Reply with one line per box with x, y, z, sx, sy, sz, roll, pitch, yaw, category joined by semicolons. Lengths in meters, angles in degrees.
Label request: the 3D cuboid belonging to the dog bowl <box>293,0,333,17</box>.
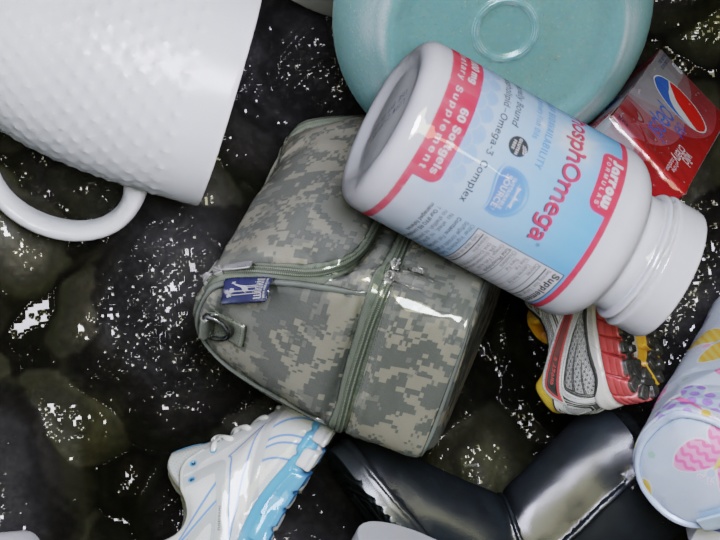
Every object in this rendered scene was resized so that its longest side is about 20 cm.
0.045;-0.208;1.660;0.199;0.200;0.079;9;82;-9;dog bowl

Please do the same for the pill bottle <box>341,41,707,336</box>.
0.098;-0.043;1.522;0.199;0.109;0.109;27;78;-13;pill bottle

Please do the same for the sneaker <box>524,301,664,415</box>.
0.140;0.004;1.692;0.078;0.082;0.201;44;36;-42;sneaker

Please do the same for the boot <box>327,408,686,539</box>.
0.098;0.139;1.684;0.168;0.076;0.200;-43;95;-12;boot

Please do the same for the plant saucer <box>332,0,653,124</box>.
0.084;-0.149;1.561;0.199;0.036;0.201;-5;118;-9;plant saucer

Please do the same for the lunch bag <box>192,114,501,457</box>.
0.000;0.000;1.626;0.167;0.140;0.200;19;41;6;lunch bag

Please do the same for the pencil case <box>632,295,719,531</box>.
0.238;0.084;1.665;0.083;0.200;0.091;-3;113;26;pencil case

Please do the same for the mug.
-0.172;-0.113;1.645;0.174;0.148;0.201;17;111;-6;mug

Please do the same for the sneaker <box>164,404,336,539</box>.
-0.074;0.123;1.659;0.086;0.075;0.201;31;75;4;sneaker

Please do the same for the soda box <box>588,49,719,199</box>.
0.178;-0.078;1.670;0.070;0.200;0.063;47;113;-1;soda box

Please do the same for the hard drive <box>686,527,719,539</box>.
0.305;0.151;1.705;0.199;0.132;0.025;15;124;-10;hard drive

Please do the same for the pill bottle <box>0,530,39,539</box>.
-0.238;0.264;1.584;0.112;0.112;0.201;-6;83;-12;pill bottle

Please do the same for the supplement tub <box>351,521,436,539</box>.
0.006;0.269;1.585;0.144;0.145;0.201;26;101;-6;supplement tub
